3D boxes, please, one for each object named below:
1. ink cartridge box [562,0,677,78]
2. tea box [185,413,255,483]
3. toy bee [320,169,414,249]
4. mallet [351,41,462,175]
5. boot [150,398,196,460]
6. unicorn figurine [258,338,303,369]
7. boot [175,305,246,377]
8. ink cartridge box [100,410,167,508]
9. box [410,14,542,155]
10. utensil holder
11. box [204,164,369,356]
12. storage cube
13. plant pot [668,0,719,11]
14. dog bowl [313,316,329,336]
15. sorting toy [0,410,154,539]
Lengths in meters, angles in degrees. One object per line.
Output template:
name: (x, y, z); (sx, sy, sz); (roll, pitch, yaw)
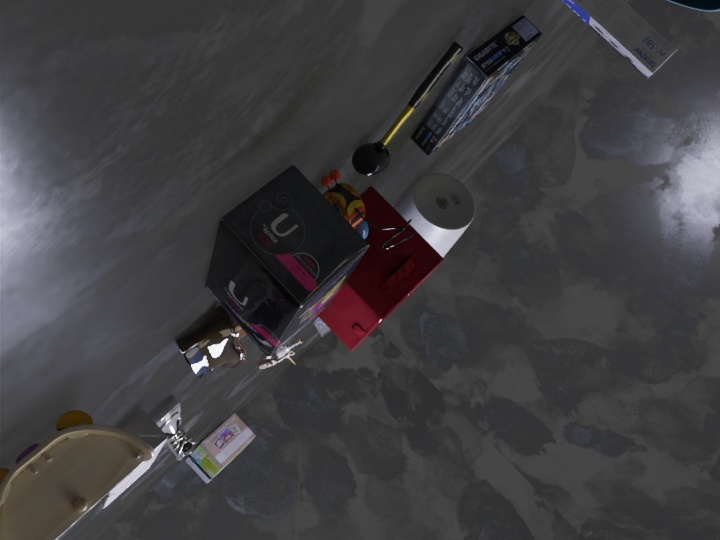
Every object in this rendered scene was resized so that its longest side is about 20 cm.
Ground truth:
ink cartridge box: (0.329, -0.342, 0.977); (0.044, 0.200, 0.094); (-47, 175, 19)
tea box: (-0.556, 0.706, 2.903); (0.200, 0.134, 0.197); (-40, 173, -46)
toy bee: (-0.030, -0.076, 0.956); (0.200, 0.109, 0.131); (-19, -164, 26)
mallet: (0.057, -0.200, 0.916); (0.200, 0.041, 0.066); (-52, 176, 27)
boot: (-0.357, 0.314, 1.423); (0.074, 0.096, 0.200); (-43, 175, -23)
unicorn figurine: (-0.223, 0.227, 2.064); (0.137, 0.074, 0.200); (-37, 166, 34)
boot: (-0.224, 0.113, 1.073); (0.097, 0.075, 0.200); (-30, 162, -24)
ink cartridge box: (-0.411, 0.329, 1.255); (0.116, 0.068, 0.200); (-41, 174, -37)
box: (0.176, -0.282, 1.129); (0.159, 0.046, 0.200); (-42, 175, -32)
utensil holder: (0.162, -0.115, 1.752); (0.170, 0.170, 0.200); (-42, 172, -31)
box: (-0.089, -0.002, 0.810); (0.106, 0.122, 0.200); (-41, 174, -26)
storage cube: (0.000, 0.000, 1.260); (0.171, 0.180, 0.200); (-42, 176, -29)
plant pot: (0.464, -0.493, 1.005); (0.188, 0.200, 0.200); (-62, 171, 14)
dog bowl: (-0.082, 0.140, 2.527); (0.200, 0.059, 0.200); (-44, 175, -5)
sorting toy: (-0.375, 0.263, 0.879); (0.200, 0.107, 0.180); (-42, -178, -36)
